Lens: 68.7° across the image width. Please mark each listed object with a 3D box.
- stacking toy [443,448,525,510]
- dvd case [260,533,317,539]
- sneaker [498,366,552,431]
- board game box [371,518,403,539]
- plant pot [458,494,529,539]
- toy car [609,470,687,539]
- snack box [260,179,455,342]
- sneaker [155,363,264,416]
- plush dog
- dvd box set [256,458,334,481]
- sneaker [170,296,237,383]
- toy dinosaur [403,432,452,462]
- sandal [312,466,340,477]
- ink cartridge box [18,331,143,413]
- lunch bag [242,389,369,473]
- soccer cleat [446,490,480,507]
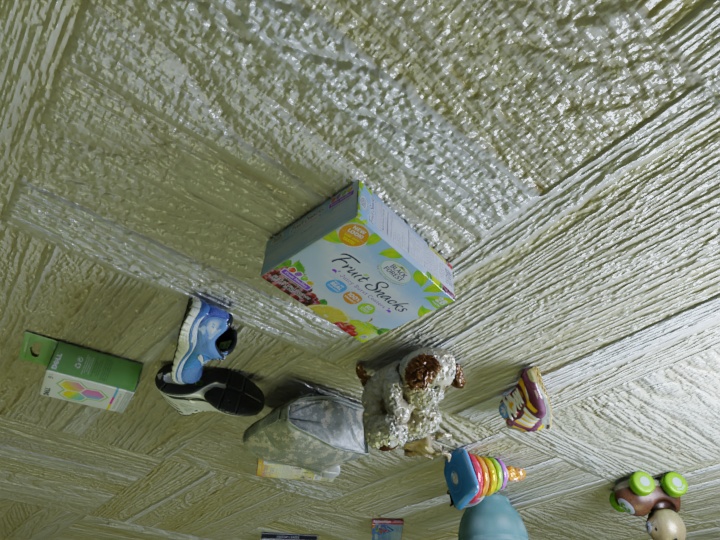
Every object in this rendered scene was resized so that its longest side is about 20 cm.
[{"bbox_3d":[0.305,0.481,1.237,0.197,0.111,0.117,4,134,-21],"label":"stacking toy"},{"bbox_3d":[-0.256,0.982,1.900,0.197,0.025,0.151,5,140,-3],"label":"dvd case"},{"bbox_3d":[0.298,0.247,0.966,0.089,0.076,0.201,-15,137,11],"label":"sneaker"},{"bbox_3d":[0.088,0.864,1.751,0.101,0.020,0.201,-1,140,0],"label":"board game box"},{"bbox_3d":[0.365,0.708,1.465,0.197,0.135,0.202,2,140,1],"label":"plant pot"},{"bbox_3d":[0.732,0.627,1.303,0.155,0.202,0.165,1,140,0],"label":"toy car"},{"bbox_3d":[0.000,0.000,0.687,0.168,0.068,0.199,-27,133,31],"label":"snack box"},{"bbox_3d":[-0.278,0.235,0.987,0.198,0.076,0.116,17,147,-5],"label":"sneaker"},{"bbox_3d":[0.088,0.191,0.884,0.171,0.162,0.199,-39,156,21],"label":"plush dog"},{"bbox_3d":[-0.152,0.473,1.284,0.197,0.030,0.147,7,140,-8],"label":"dvd box set"},{"bbox_3d":[-0.247,0.126,0.838,0.088,0.079,0.201,16,138,-13],"label":"sneaker"},{"bbox_3d":[0.146,0.377,1.139,0.100,0.059,0.201,7,140,-5],"label":"toy dinosaur"},{"bbox_3d":[-0.132,0.386,1.167,0.204,0.059,0.080,22,129,10],"label":"sandal"},{"bbox_3d":[-0.502,0.185,0.931,0.198,0.060,0.104,23,136,-23],"label":"ink cartridge box"},{"bbox_3d":[-0.108,0.309,1.021,0.199,0.119,0.163,25,136,-33],"label":"lunch bag"},{"bbox_3d":[0.287,0.562,1.351,0.085,0.071,0.201,-4,150,-13],"label":"soccer cleat"}]
